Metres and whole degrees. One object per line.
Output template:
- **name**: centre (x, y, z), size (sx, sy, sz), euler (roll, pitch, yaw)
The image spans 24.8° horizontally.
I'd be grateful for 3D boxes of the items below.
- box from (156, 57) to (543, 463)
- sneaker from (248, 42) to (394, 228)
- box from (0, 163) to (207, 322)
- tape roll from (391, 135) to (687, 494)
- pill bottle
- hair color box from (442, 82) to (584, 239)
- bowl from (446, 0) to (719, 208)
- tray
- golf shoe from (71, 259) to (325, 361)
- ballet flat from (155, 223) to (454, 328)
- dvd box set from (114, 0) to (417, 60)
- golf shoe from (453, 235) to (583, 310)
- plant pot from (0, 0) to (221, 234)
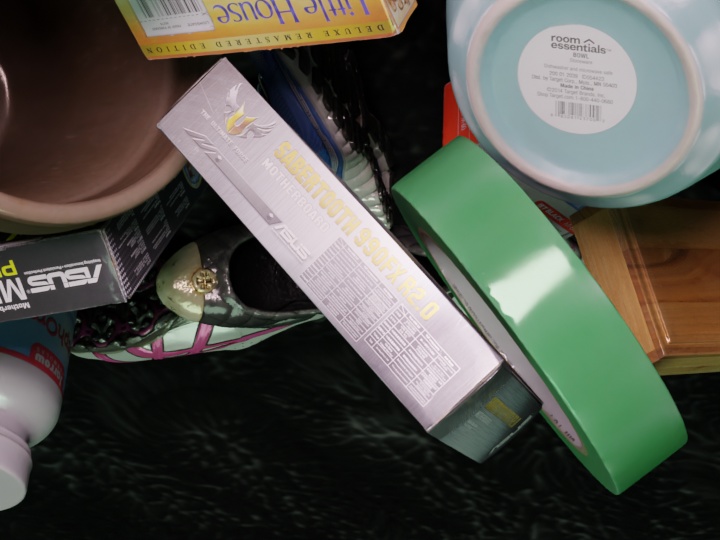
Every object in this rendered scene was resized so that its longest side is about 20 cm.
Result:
- **box**: centre (0.000, 0.000, 0.807), size (0.048, 0.200, 0.158), euler (-43, 162, 1)
- **sneaker**: centre (-0.040, -0.082, 0.953), size (0.088, 0.079, 0.201), euler (-8, 145, 11)
- **box**: centre (-0.177, -0.035, 0.931), size (0.159, 0.200, 0.045), euler (-9, 115, 16)
- **tape roll**: centre (0.092, 0.024, 0.865), size (0.048, 0.201, 0.201), euler (-37, 141, -2)
- **pill bottle**: centre (-0.239, 0.046, 1.049), size (0.108, 0.202, 0.109), euler (2, 147, 1)
- **hair color box**: centre (0.155, -0.099, 0.928), size (0.199, 0.064, 0.111), euler (-28, 135, 36)
- **bowl**: centre (0.122, -0.110, 0.801), size (0.199, 0.105, 0.202), euler (12, 128, 16)
- **tray**: centre (0.215, 0.009, 0.987), size (0.199, 0.099, 0.037), euler (0, 156, -43)
- **golf shoe**: centre (-0.116, 0.031, 1.122), size (0.198, 0.073, 0.092), euler (-12, 145, 21)
- **ballet flat**: centre (-0.028, -0.002, 1.019), size (0.198, 0.067, 0.057), euler (-5, 178, -11)
- **dvd box set**: centre (-0.074, -0.183, 0.701), size (0.145, 0.029, 0.201), euler (-1, 132, 33)
- **golf shoe**: centre (0.141, 0.016, 1.093), size (0.198, 0.073, 0.092), euler (7, 145, -6)
- **plant pot**: centre (-0.198, -0.110, 0.849), size (0.199, 0.202, 0.174), euler (25, 159, -30)
